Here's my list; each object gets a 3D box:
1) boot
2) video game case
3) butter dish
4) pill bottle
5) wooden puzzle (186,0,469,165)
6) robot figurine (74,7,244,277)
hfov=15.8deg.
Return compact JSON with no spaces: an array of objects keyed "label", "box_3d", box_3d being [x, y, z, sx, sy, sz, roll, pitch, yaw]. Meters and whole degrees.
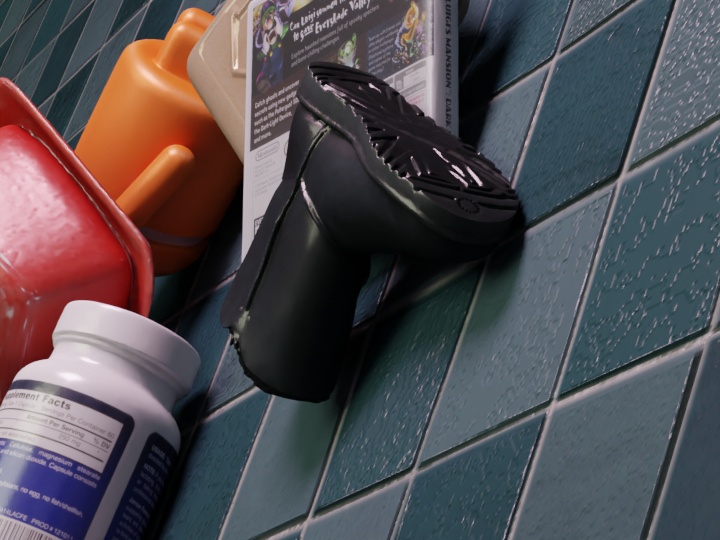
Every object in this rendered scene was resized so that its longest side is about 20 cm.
[{"label":"boot","box_3d":[0.000,0.000,1.387,0.200,0.076,0.168,45,122,52]},{"label":"video game case","box_3d":[-0.008,-0.102,1.512,0.200,0.023,0.182,-24,61,53]},{"label":"butter dish","box_3d":[-0.244,0.010,1.743,0.148,0.200,0.200,-24,-32,-30]},{"label":"pill bottle","box_3d":[-0.180,0.127,1.622,0.116,0.116,0.200,-21,42,64]},{"label":"wooden puzzle","box_3d":[-0.016,-0.142,1.606,0.200,0.046,0.185,-56,42,22]},{"label":"robot figurine","box_3d":[-0.138,-0.079,1.804,0.144,0.116,0.200,49,119,44]}]
